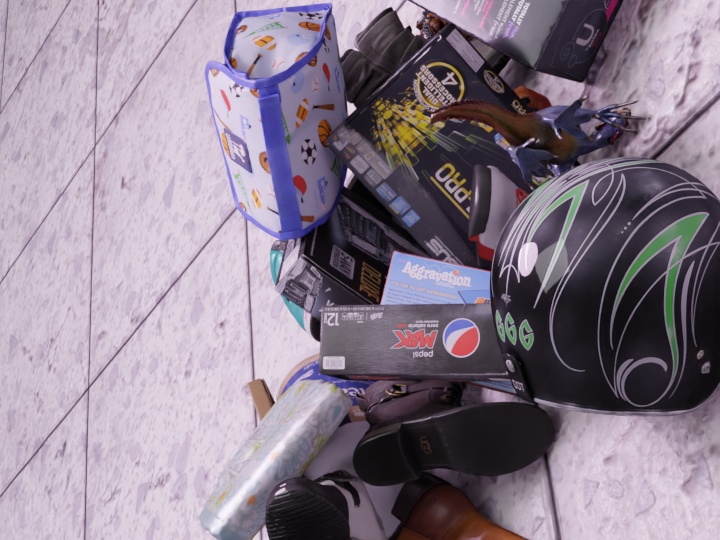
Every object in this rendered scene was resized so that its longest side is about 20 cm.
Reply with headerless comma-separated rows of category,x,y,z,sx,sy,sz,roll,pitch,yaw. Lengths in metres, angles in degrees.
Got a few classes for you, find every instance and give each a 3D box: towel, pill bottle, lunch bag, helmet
towel,-0.084,0.175,1.504,0.172,0.048,0.200,-54,5,-8
pill bottle,-0.012,0.174,1.636,0.111,0.111,0.200,-59,30,23
lunch bag,-0.077,-0.145,1.562,0.200,0.123,0.171,-87,-11,-61
helmet,0.200,0.006,1.281,0.200,0.199,0.192,20,108,63

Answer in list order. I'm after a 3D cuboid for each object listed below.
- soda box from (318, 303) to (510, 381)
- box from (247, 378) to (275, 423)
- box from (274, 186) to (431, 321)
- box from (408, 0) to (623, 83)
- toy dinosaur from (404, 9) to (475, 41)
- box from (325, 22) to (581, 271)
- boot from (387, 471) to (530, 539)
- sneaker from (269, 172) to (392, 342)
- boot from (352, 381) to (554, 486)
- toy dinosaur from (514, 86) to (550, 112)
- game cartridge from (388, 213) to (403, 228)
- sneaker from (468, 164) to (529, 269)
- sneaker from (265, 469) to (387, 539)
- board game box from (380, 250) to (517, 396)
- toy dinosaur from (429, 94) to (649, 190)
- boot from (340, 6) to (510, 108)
soda box,0.066,0.064,1.428,0.199,0.071,0.064,-1,81,23
box,-0.063,0.229,1.679,0.021,0.164,0.200,-23,37,-2
box,0.000,0.000,1.604,0.050,0.157,0.200,-49,14,24
box,0.139,-0.278,1.546,0.200,0.106,0.123,35,108,30
toy dinosaur,0.076,-0.214,1.751,0.136,0.102,0.201,-81,1,-77
box,0.091,-0.102,1.504,0.161,0.200,0.049,-39,7,32
boot,0.084,0.301,1.467,0.200,0.068,0.189,29,93,54
sneaker,-0.036,-0.033,1.768,0.121,0.083,0.201,30,102,52
boot,0.082,0.127,1.510,0.174,0.199,0.070,-69,-32,-69
toy dinosaur,0.109,-0.124,1.610,0.181,0.105,0.200,-40,25,15
game cartridge,0.010,-0.002,1.784,0.201,0.040,0.134,-58,27,25
sneaker,0.151,-0.041,1.392,0.201,0.107,0.068,60,-143,-74
sneaker,-0.032,0.211,1.439,0.074,0.200,0.089,-16,57,14
board game box,0.108,0.052,1.463,0.199,0.019,0.104,13,86,26
toy dinosaur,0.173,-0.125,1.396,0.105,0.199,0.182,-58,-1,12
boot,0.067,-0.222,1.650,0.200,0.131,0.068,-43,-5,4
